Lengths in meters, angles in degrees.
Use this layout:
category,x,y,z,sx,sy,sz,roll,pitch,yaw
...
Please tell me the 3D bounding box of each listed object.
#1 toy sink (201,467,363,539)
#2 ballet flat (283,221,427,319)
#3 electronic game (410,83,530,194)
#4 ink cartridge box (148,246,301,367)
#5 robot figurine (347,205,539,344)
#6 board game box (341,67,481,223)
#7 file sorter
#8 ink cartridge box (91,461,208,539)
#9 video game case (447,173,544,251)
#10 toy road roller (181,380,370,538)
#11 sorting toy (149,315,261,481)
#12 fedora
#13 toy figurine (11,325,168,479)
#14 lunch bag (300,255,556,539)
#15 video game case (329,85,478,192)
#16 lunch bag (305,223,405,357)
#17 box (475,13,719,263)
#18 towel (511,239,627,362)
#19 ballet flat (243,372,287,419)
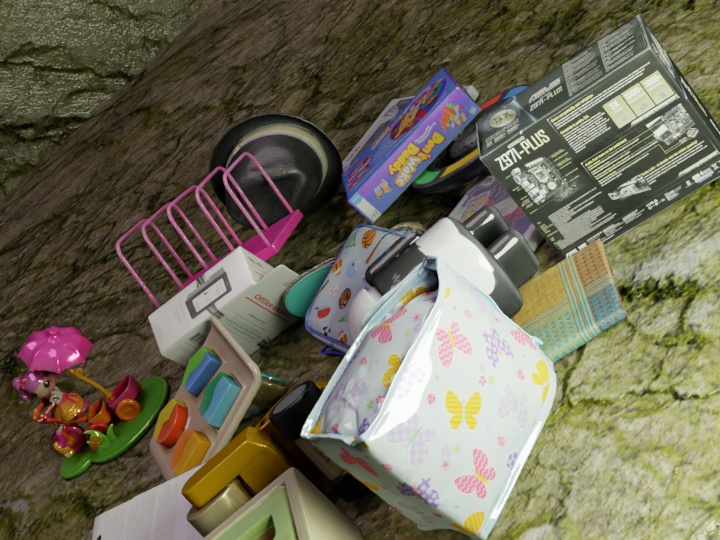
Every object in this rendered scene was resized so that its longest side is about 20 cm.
category,x,y,z,sx,sy,sz,roll,pitch,yaw
toy sink,-0.066,0.291,1.201,0.130,0.112,0.200,-40,24,8
ballet flat,0.000,0.000,1.660,0.200,0.068,0.075,-30,5,15
electronic game,0.144,-0.166,1.700,0.200,0.042,0.200,-37,16,13
ink cartridge box,-0.155,0.045,1.721,0.200,0.116,0.068,-36,54,15
robot figurine,0.082,0.029,1.351,0.200,0.125,0.150,-41,13,0
board game box,0.062,-0.164,1.751,0.200,0.045,0.134,-46,16,11
file sorter,-0.205,-0.050,1.803,0.200,0.125,0.139,-31,12,22
ink cartridge box,-0.215,0.293,1.475,0.200,0.050,0.109,-28,43,31
video game case,0.140,-0.036,1.538,0.200,0.023,0.182,-51,25,-19
toy road roller,-0.076,0.200,1.370,0.200,0.123,0.146,-41,9,2
sorting toy,-0.192,0.168,1.590,0.200,0.036,0.185,-65,27,7
fedora,-0.124,-0.120,1.890,0.201,0.201,0.092,-29,30,28
toy figurine,-0.395,0.162,1.831,0.200,0.184,0.150,-38,24,12
lunch bag,0.071,0.112,1.210,0.127,0.170,0.200,-3,52,57
video game case,0.055,-0.184,1.914,0.182,0.023,0.200,-53,26,-21
lunch bag,0.023,0.036,1.508,0.200,0.076,0.160,19,81,60
box,0.244,-0.127,1.359,0.200,0.164,0.086,-33,26,21
towel,0.168,0.059,1.343,0.200,0.022,0.147,-33,26,18
ballet flat,-0.148,0.147,1.640,0.071,0.071,0.200,-50,26,-16
